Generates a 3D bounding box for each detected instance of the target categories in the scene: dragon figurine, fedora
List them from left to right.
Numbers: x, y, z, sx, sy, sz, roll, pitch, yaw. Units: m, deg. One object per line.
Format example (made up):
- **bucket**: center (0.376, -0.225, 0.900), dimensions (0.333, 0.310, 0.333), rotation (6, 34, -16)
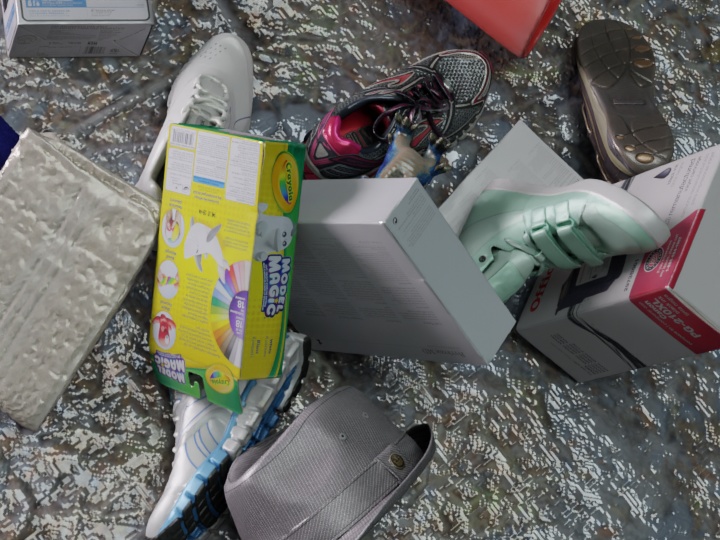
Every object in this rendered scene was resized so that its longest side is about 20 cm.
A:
- **fedora**: center (-0.037, 0.153, 1.232), dimensions (0.090, 0.177, 0.200), rotation (51, 47, -3)
- **dragon figurine**: center (0.024, -0.060, 1.341), dimensions (0.059, 0.200, 0.100), rotation (32, 79, 3)

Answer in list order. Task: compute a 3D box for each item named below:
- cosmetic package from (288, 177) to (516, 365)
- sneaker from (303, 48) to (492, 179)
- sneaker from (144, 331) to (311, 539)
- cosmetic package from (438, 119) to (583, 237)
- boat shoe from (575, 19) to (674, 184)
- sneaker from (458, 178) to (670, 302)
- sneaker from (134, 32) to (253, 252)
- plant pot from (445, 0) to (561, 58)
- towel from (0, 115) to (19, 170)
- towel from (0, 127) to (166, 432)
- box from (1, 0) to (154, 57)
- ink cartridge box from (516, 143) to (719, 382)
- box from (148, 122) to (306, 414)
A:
- **cosmetic package**: center (0.000, 0.000, 1.268), dimensions (0.052, 0.200, 0.151), rotation (-52, 124, -28)
- **sneaker**: center (0.040, -0.131, 1.426), dimensions (0.200, 0.075, 0.081), rotation (-34, 84, -27)
- **sneaker**: center (-0.119, 0.122, 1.291), dimensions (0.086, 0.075, 0.200), rotation (23, 65, 17)
- **cosmetic package**: center (0.100, -0.030, 1.422), dimensions (0.083, 0.051, 0.200), rotation (43, 63, 2)
- **boat shoe**: center (0.225, -0.143, 1.497), dimensions (0.074, 0.073, 0.201), rotation (5, 48, -8)
- **sneaker**: center (0.146, -0.007, 1.307), dimensions (0.074, 0.200, 0.118), rotation (45, 68, -30)
- **sneaker**: center (-0.128, -0.111, 1.355), dimensions (0.074, 0.087, 0.201), rotation (21, 64, -9)
- **plant pot**: center (0.115, -0.313, 1.468), dimensions (0.177, 0.201, 0.201), rotation (29, 64, 5)
- **towel**: center (-0.362, -0.118, 1.280), dimensions (0.200, 0.049, 0.148), rotation (52, 48, -7)
- **towel**: center (-0.247, 0.004, 1.270), dimensions (0.132, 0.034, 0.200), rotation (33, 86, -3)
- **box**: center (-0.244, -0.280, 1.392), dimensions (0.116, 0.060, 0.201), rotation (-2, 71, -20)
- **ink cartridge box**: center (0.235, -0.002, 1.366), dimensions (0.084, 0.200, 0.145), rotation (37, 63, -19)
- **box**: center (-0.101, -0.002, 1.243), dimensions (0.048, 0.117, 0.201), rotation (1, 100, -43)
